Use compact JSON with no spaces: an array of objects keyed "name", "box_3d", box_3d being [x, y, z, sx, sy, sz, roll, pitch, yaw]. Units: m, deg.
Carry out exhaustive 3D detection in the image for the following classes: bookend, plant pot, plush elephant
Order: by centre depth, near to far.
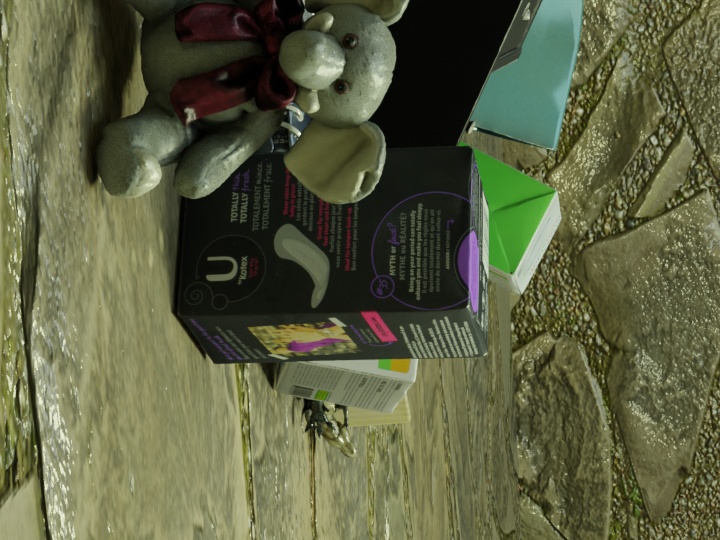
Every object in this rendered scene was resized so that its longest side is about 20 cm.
[{"name":"plush elephant","box_3d":[-0.051,-0.123,1.205,0.200,0.155,0.165,1,89,-64]},{"name":"bookend","box_3d":[0.077,-0.168,1.594,0.200,0.092,0.199,-65,169,18]},{"name":"plant pot","box_3d":[0.115,-0.229,1.830,0.141,0.141,0.200,24,-82,61]}]

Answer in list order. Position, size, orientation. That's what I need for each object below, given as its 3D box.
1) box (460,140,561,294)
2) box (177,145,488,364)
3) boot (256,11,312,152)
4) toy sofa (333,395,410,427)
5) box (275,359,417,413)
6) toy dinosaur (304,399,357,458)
[{"name":"box","box_3d":[0.085,-0.067,1.955,0.097,0.200,0.176,-62,170,-2]},{"name":"box","box_3d":[-0.015,-0.009,1.391,0.106,0.200,0.122,66,25,-67]},{"name":"boot","box_3d":[-0.057,-0.134,1.537,0.200,0.073,0.090,80,7,-46]},{"name":"toy sofa","box_3d":[0.011,0.054,1.907,0.200,0.083,0.098,-76,158,-58]},{"name":"box","box_3d":[0.000,0.000,1.642,0.113,0.101,0.200,117,-17,-70]},{"name":"toy dinosaur","box_3d":[-0.032,0.089,1.760,0.088,0.047,0.200,-106,-171,-66]}]
